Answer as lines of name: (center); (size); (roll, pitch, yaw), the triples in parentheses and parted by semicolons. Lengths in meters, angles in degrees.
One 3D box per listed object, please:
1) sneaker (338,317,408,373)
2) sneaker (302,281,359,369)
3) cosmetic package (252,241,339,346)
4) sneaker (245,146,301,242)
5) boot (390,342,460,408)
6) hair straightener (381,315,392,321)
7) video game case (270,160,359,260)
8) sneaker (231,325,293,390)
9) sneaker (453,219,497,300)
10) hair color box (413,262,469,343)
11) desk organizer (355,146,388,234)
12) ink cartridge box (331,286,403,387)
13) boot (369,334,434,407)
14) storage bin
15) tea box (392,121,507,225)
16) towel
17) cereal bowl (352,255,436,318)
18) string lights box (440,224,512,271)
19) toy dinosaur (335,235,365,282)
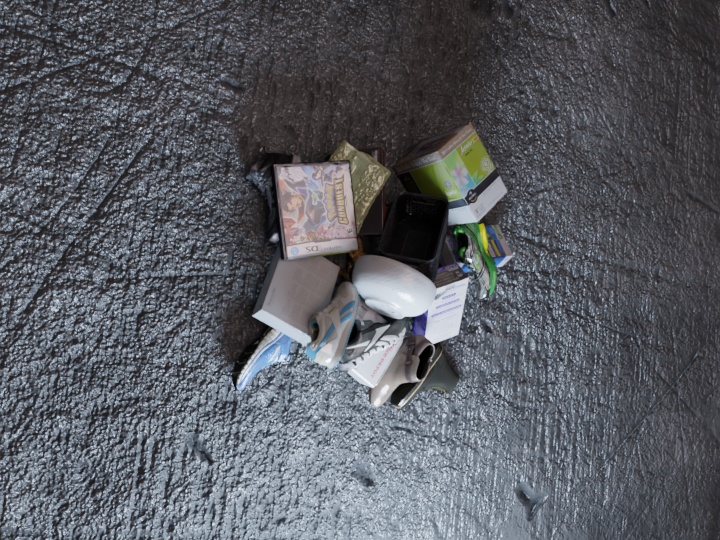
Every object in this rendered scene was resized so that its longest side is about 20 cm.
sneaker: (0.023, 0.142, 1.226); (0.198, 0.066, 0.092); (-29, 106, -22)
sneaker: (-0.060, 0.102, 1.159); (0.080, 0.076, 0.203); (27, 54, -15)
cosmetic package: (-0.138, 0.043, 1.207); (0.150, 0.051, 0.203); (34, 51, -26)
sneaker: (-0.204, -0.169, 1.204); (0.112, 0.075, 0.204); (15, 83, -20)
boot: (0.177, 0.302, 1.404); (0.200, 0.077, 0.139); (-48, 115, -19)
hair straightener: (0.086, 0.038, 1.362); (0.076, 0.040, 0.204); (26, 77, -45)
video game case: (-0.097, -0.133, 1.193); (0.177, 0.025, 0.205); (-8, 94, -24)
sneaker: (-0.199, 0.187, 1.197); (0.089, 0.078, 0.200); (48, 69, -17)
sneaker: (0.278, -0.024, 1.357); (0.084, 0.078, 0.204); (-14, 86, -21)
hair color box: (0.197, 0.087, 1.355); (0.107, 0.065, 0.203); (-16, 135, -19)
desk organizer: (0.029, -0.186, 1.310); (0.070, 0.077, 0.205); (0, 90, 17)
ink cartridge box: (-0.014, 0.157, 1.292); (0.199, 0.087, 0.146); (41, 72, -20)
boot: (0.102, 0.246, 1.319); (0.070, 0.145, 0.203); (27, 77, -26)
storage bin: (0.128, -0.077, 1.293); (0.132, 0.095, 0.202); (11, 53, 14)
tea box: (0.219, -0.229, 1.357); (0.133, 0.199, 0.198); (-42, 108, -22)
towel: (-0.036, -0.180, 1.255); (0.147, 0.036, 0.202); (31, 97, 2)
cereal bowl: (0.066, 0.049, 1.222); (0.198, 0.199, 0.085); (32, 70, -24)
string lights box: (0.298, -0.057, 1.457); (0.196, 0.059, 0.104); (-8, 64, -29)
toy dinosaur: (0.000, 0.000, 1.316); (0.105, 0.060, 0.204); (-23, 100, -28)
